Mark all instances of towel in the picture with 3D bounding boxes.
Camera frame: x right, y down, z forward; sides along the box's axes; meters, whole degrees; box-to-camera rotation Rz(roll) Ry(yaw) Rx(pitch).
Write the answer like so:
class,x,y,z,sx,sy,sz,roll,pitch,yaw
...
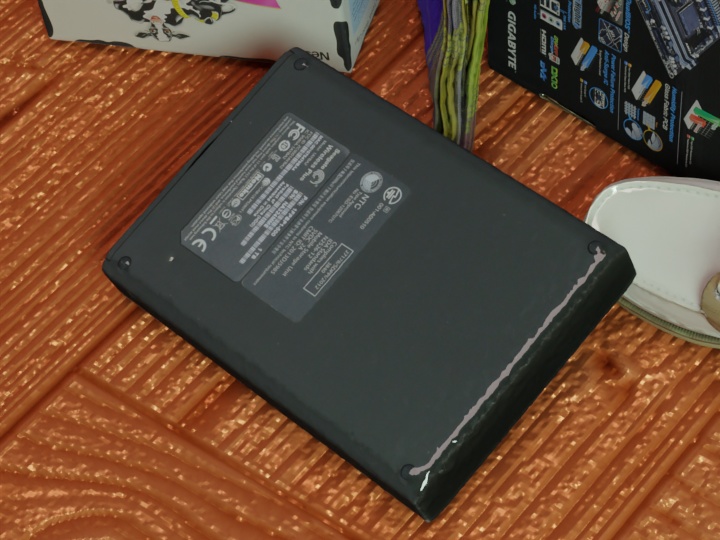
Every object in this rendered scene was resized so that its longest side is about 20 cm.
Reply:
class,x,y,z,sx,sy,sz,roll,pitch,yaw
towel,0.040,-0.157,1.032,0.023,0.144,0.200,-1,47,-4

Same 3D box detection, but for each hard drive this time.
class,x,y,z,sx,sy,sz,roll,pitch,yaw
hard drive,0.000,0.000,0.951,0.200,0.033,0.140,34,78,32

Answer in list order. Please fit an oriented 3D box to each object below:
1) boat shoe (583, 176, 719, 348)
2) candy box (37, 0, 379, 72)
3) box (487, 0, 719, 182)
class,x,y,z,sx,sy,sz,roll,pitch,yaw
boat shoe,0.180,0.002,0.909,0.200,0.068,0.075,19,79,24
candy box,-0.085,-0.196,1.047,0.168,0.200,0.072,7,51,15
box,0.141,-0.133,0.957,0.198,0.200,0.050,32,55,32
